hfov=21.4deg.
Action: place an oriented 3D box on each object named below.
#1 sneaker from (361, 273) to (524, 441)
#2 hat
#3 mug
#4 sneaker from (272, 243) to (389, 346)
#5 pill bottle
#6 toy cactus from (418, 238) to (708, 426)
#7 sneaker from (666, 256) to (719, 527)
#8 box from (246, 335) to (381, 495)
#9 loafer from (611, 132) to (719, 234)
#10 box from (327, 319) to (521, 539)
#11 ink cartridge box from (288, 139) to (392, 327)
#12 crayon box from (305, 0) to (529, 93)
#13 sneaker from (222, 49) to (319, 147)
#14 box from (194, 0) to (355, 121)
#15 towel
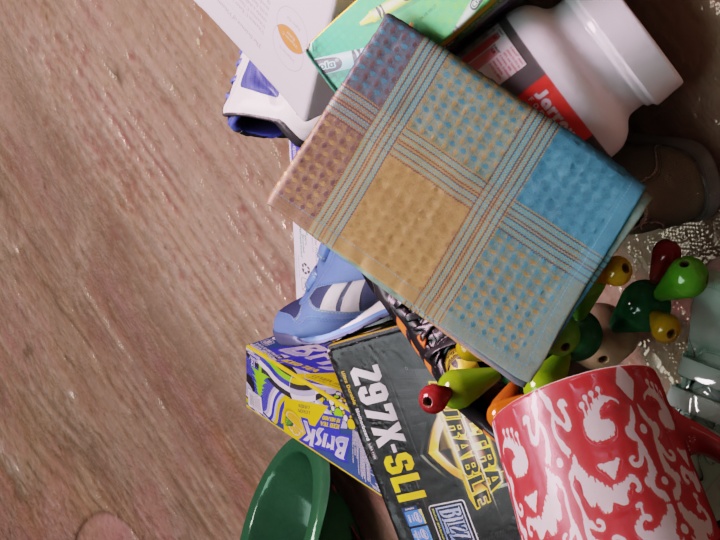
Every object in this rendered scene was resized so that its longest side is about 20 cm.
[{"bbox_3d":[0.068,0.044,1.327,0.070,0.090,0.200,-40,93,18],"label":"sneaker"},{"bbox_3d":[-0.001,0.265,1.701,0.166,0.175,0.201,-32,42,57],"label":"hat"},{"bbox_3d":[0.177,0.167,1.159,0.133,0.177,0.201,-46,56,54],"label":"mug"},{"bbox_3d":[0.000,0.000,1.452,0.200,0.074,0.083,-28,91,41],"label":"sneaker"},{"bbox_3d":[0.099,-0.098,1.226,0.200,0.116,0.116,-38,70,10],"label":"pill bottle"},{"bbox_3d":[0.141,0.038,1.259,0.200,0.165,0.102,-38,74,17],"label":"toy cactus"},{"bbox_3d":[0.218,0.098,1.232,0.074,0.118,0.201,18,119,51],"label":"sneaker"},{"bbox_3d":[-0.012,0.117,1.598,0.200,0.070,0.065,29,127,44],"label":"box"},{"bbox_3d":[0.151,-0.060,1.290,0.200,0.069,0.076,1,107,54],"label":"loafer"},{"bbox_3d":[0.080,0.125,1.436,0.159,0.049,0.201,-16,97,35],"label":"box"},{"bbox_3d":[0.025,-0.021,1.501,0.200,0.043,0.199,23,124,42],"label":"ink cartridge box"},{"bbox_3d":[0.070,-0.186,1.216,0.200,0.119,0.058,-39,85,23],"label":"crayon box"},{"bbox_3d":[-0.071,-0.169,1.479,0.115,0.080,0.200,-45,54,22],"label":"sneaker"},{"bbox_3d":[-0.027,-0.236,1.326,0.152,0.106,0.200,48,147,23],"label":"box"},{"bbox_3d":[0.060,-0.044,1.170,0.200,0.022,0.147,35,98,5],"label":"towel"}]
